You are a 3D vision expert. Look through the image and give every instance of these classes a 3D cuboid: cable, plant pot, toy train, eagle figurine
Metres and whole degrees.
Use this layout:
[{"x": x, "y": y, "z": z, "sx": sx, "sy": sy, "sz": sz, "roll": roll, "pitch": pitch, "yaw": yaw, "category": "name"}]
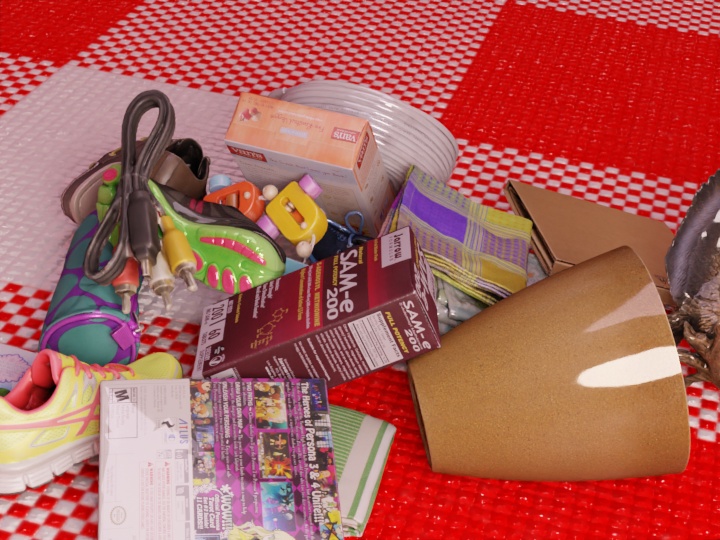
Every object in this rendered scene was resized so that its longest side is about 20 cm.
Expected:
[{"x": -0.192, "y": -0.057, "z": 1.192, "sx": 0.096, "sy": 0.050, "sz": 0.203, "roll": -16, "pitch": 59, "yaw": 14, "category": "cable"}, {"x": 0.142, "y": 0.093, "z": 1.114, "sx": 0.197, "sy": 0.189, "sz": 0.187, "roll": -12, "pitch": 32, "yaw": -3, "category": "plant pot"}, {"x": -0.089, "y": -0.010, "z": 1.295, "sx": 0.149, "sy": 0.056, "sz": 0.202, "roll": -22, "pitch": 55, "yaw": 22, "category": "toy train"}, {"x": 0.341, "y": 0.016, "z": 1.267, "sx": 0.149, "sy": 0.152, "sz": 0.202, "roll": 25, "pitch": 57, "yaw": -11, "category": "eagle figurine"}, {"x": 0.002, "y": -0.128, "z": 1.434, "sx": 0.198, "sy": 0.070, "sz": 0.199, "roll": 27, "pitch": -17, "yaw": -22, "category": "cable"}]

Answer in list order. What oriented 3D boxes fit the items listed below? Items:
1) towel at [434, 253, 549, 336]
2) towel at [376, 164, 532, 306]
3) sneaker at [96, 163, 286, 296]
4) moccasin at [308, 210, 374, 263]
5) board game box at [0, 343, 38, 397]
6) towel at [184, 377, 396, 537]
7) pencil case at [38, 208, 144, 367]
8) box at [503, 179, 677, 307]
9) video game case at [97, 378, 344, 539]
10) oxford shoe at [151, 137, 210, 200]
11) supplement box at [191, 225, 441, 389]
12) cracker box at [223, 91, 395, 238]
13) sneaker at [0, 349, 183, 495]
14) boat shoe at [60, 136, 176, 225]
[{"x": 0.139, "y": 0.028, "z": 1.273, "sx": 0.198, "sy": 0.049, "sz": 0.172, "roll": 20, "pitch": 29, "yaw": -17, "category": "towel"}, {"x": 0.093, "y": -0.032, "z": 1.261, "sx": 0.142, "sy": 0.023, "sz": 0.200, "roll": 27, "pitch": 25, "yaw": -1, "category": "towel"}, {"x": -0.154, "y": -0.032, "z": 1.239, "sx": 0.198, "sy": 0.078, "sz": 0.084, "roll": 29, "pitch": 12, "yaw": 16, "category": "sneaker"}, {"x": 0.000, "y": 0.000, "z": 1.319, "sx": 0.068, "sy": 0.081, "sz": 0.200, "roll": -38, "pitch": 53, "yaw": -1, "category": "moccasin"}, {"x": -0.385, "y": 0.113, "z": 1.117, "sx": 0.197, "sy": 0.042, "sz": 0.200, "roll": 14, "pitch": 32, "yaw": 14, "category": "board game box"}, {"x": -0.078, "y": 0.149, "z": 1.122, "sx": 0.197, "sy": 0.024, "sz": 0.153, "roll": 9, "pitch": 30, "yaw": 10, "category": "towel"}, {"x": -0.231, "y": 0.021, "z": 1.248, "sx": 0.091, "sy": 0.086, "sz": 0.201, "roll": -10, "pitch": 31, "yaw": 4, "category": "pencil case"}, {"x": 0.254, "y": -0.024, "z": 1.396, "sx": 0.197, "sy": 0.021, "sz": 0.164, "roll": 13, "pitch": 28, "yaw": -20, "category": "box"}, {"x": -0.105, "y": 0.168, "z": 1.016, "sx": 0.178, "sy": 0.036, "sz": 0.202, "roll": 0, "pitch": 49, "yaw": -10, "category": "video game case"}, {"x": -0.176, "y": -0.088, "z": 1.388, "sx": 0.072, "sy": 0.085, "sz": 0.200, "roll": 32, "pitch": 3, "yaw": -1, "category": "oxford shoe"}, {"x": -0.036, "y": 0.046, "z": 1.138, "sx": 0.198, "sy": 0.061, "sz": 0.109, "roll": -21, "pitch": 29, "yaw": 11, "category": "supplement box"}, {"x": -0.044, "y": -0.096, "z": 1.369, "sx": 0.132, "sy": 0.200, "sz": 0.058, "roll": 15, "pitch": 73, "yaw": 15, "category": "cracker box"}, {"x": -0.223, "y": 0.099, "z": 1.099, "sx": 0.077, "sy": 0.092, "sz": 0.199, "roll": 3, "pitch": 22, "yaw": 43, "category": "sneaker"}, {"x": -0.252, "y": -0.095, "z": 1.453, "sx": 0.059, "sy": 0.073, "sz": 0.200, "roll": 14, "pitch": 28, "yaw": 26, "category": "boat shoe"}]
